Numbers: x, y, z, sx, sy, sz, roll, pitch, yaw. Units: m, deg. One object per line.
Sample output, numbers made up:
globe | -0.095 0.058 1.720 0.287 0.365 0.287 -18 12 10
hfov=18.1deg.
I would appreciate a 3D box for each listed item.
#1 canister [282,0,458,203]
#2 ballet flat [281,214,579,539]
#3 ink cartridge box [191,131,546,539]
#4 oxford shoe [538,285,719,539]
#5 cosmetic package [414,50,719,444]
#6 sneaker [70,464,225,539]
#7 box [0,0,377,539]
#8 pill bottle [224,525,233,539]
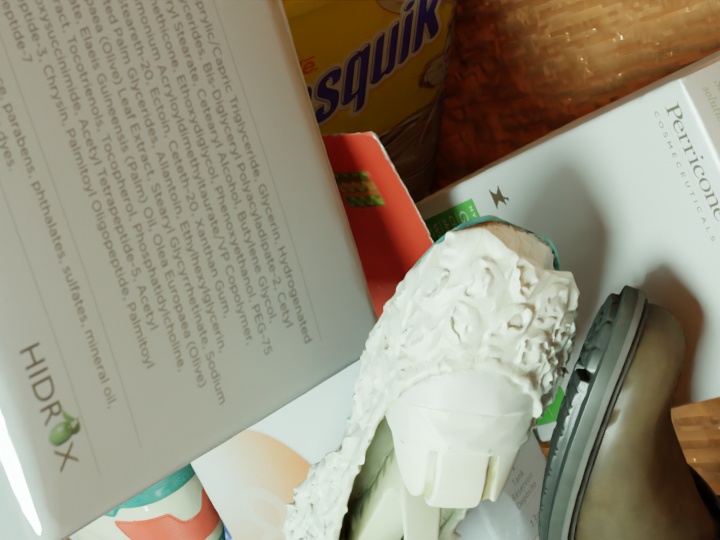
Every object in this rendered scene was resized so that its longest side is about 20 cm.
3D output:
canister | -0.027 -0.081 0.932 0.087 0.148 0.200 43 145 32
ballet flat | 0.025 0.066 0.771 0.072 0.072 0.200 55 145 24
ink cartridge box | -0.016 0.045 0.875 0.162 0.050 0.200 -1 127 46
oxford shoe | 0.103 0.089 0.768 0.084 0.073 0.201 8 131 15
cosmetic package | 0.110 -0.011 0.798 0.108 0.085 0.200 64 154 0
sneaker | -0.135 0.109 1.087 0.199 0.070 0.094 4 124 49
box | -0.137 -0.030 0.799 0.199 0.171 0.201 -2 110 46
pill bottle | -0.026 0.141 1.118 0.200 0.112 0.112 60 151 15
